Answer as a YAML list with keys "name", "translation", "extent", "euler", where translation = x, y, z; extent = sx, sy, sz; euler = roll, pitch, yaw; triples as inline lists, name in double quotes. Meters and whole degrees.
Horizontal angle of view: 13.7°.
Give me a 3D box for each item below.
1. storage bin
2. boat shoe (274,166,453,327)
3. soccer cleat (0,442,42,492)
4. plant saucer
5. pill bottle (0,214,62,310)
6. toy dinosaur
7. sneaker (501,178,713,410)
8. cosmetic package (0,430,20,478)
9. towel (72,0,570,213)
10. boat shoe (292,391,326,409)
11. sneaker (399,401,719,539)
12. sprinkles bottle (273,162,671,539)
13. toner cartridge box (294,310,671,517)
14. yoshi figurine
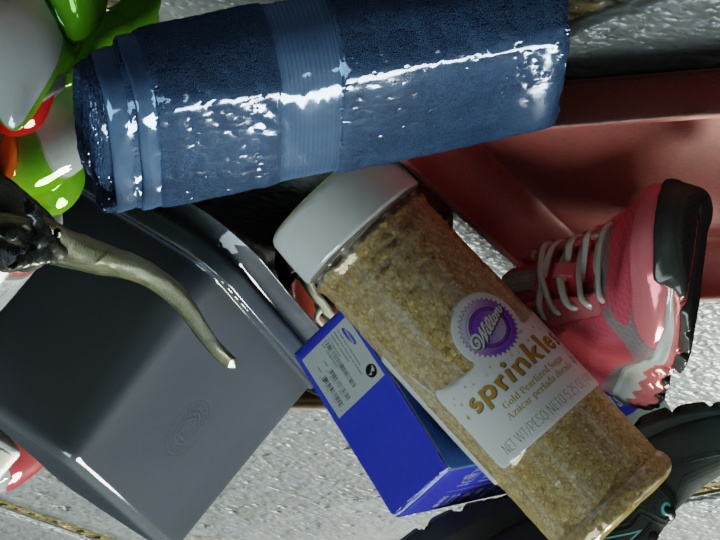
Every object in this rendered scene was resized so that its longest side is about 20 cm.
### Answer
- name: "storage bin"
  translation: [-0.118, 0.042, 1.491]
  extent: [0.145, 0.134, 0.200]
  euler: [30, 169, 26]
- name: "boat shoe"
  translation: [0.000, 0.000, 1.481]
  extent: [0.071, 0.063, 0.200]
  euler: [12, 161, -13]
- name: "soccer cleat"
  translation: [-0.223, 0.065, 1.621]
  extent: [0.200, 0.076, 0.067]
  euler: [41, 159, 56]
- name: "plant saucer"
  translation: [0.142, -0.039, 1.354]
  extent: [0.199, 0.037, 0.200]
  euler: [-3, 156, 29]
- name: "pill bottle"
  translation: [-0.238, 0.016, 1.374]
  extent: [0.116, 0.116, 0.200]
  euler: [27, 114, -40]
- name: "toy dinosaur"
  translation: [-0.142, -0.019, 1.201]
  extent: [0.200, 0.047, 0.088]
  euler: [23, 168, 15]
- name: "sneaker"
  translation: [0.106, 0.014, 1.355]
  extent: [0.087, 0.074, 0.200]
  euler: [10, 160, 1]
- name: "cosmetic package"
  translation: [-0.267, 0.046, 1.540]
  extent: [0.105, 0.071, 0.200]
  euler: [32, -169, -46]
- name: "towel"
  translation: [-0.016, -0.079, 1.213]
  extent: [0.200, 0.049, 0.112]
  euler: [-11, 158, -8]
- name: "boat shoe"
  translation: [-0.074, 0.054, 1.650]
  extent: [0.200, 0.065, 0.071]
  euler: [-10, 153, 40]
- name: "sneaker"
  translation: [0.106, 0.129, 1.421]
  extent: [0.200, 0.079, 0.075]
  euler: [-26, 164, -12]
- name: "sprinkles bottle"
  translation: [0.050, 0.037, 1.344]
  extent: [0.200, 0.068, 0.068]
  euler: [47, 158, 4]
- name: "toner cartridge box"
  translation: [0.064, 0.057, 1.445]
  extent: [0.043, 0.095, 0.200]
  euler: [-43, 159, 32]
- name: "yoshi figurine"
  translation: [-0.141, -0.105, 1.249]
  extent: [0.112, 0.112, 0.200]
  euler: [40, 154, 19]
